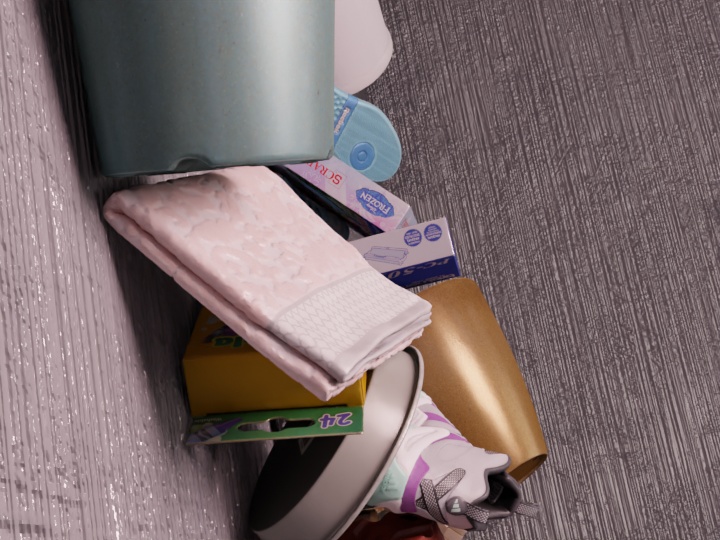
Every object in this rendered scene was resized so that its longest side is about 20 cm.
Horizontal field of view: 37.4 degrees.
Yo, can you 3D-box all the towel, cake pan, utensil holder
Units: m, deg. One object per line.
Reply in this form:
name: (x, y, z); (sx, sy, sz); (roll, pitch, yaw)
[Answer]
towel: (-0.051, -0.004, 0.726); (0.191, 0.032, 0.200); (39, 20, 10)
cake pan: (-0.025, 0.136, 0.830); (0.037, 0.201, 0.200); (34, 20, -13)
utensil holder: (-0.061, -0.356, 1.416); (0.200, 0.169, 0.171); (67, 12, -48)

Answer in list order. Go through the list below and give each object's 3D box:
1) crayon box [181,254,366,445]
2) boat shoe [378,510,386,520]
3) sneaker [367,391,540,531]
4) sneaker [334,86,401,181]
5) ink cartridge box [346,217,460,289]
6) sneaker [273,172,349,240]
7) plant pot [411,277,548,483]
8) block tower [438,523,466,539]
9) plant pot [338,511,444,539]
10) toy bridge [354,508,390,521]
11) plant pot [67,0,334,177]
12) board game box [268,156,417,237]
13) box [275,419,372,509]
crayon box: (-0.058, 0.052, 0.797); (0.200, 0.125, 0.052); (-88, 173, -66)
boat shoe: (-0.009, 0.222, 1.198); (0.062, 0.072, 0.201); (47, 26, -71)
sneaker: (0.081, 0.166, 0.878); (0.200, 0.139, 0.078); (-42, 151, -75)
sneaker: (-0.048, -0.179, 1.222); (0.200, 0.080, 0.130); (36, -2, -29)
ink cartridge box: (0.000, 0.000, 1.103); (0.094, 0.199, 0.044); (57, 20, -74)
sneaker: (-0.058, -0.057, 1.239); (0.200, 0.081, 0.074); (66, 12, -62)
plant pot: (0.106, 0.143, 1.148); (0.200, 0.186, 0.187); (54, -4, 25)
block tower: (0.042, 0.297, 1.040); (0.201, 0.054, 0.058); (-59, 178, 6)
plant pot: (0.023, 0.311, 0.850); (0.201, 0.200, 0.196); (-38, 108, -83)
toy bridge: (-0.013, 0.254, 1.064); (0.200, 0.067, 0.027); (-14, 91, -63)
plant pot: (-0.096, -0.161, 0.664); (0.200, 0.199, 0.198); (-50, 135, -82)
board game box: (-0.024, -0.090, 1.226); (0.199, 0.041, 0.200); (34, -3, 13)
box: (-0.016, 0.125, 1.041); (0.115, 0.131, 0.201); (32, 46, -86)
